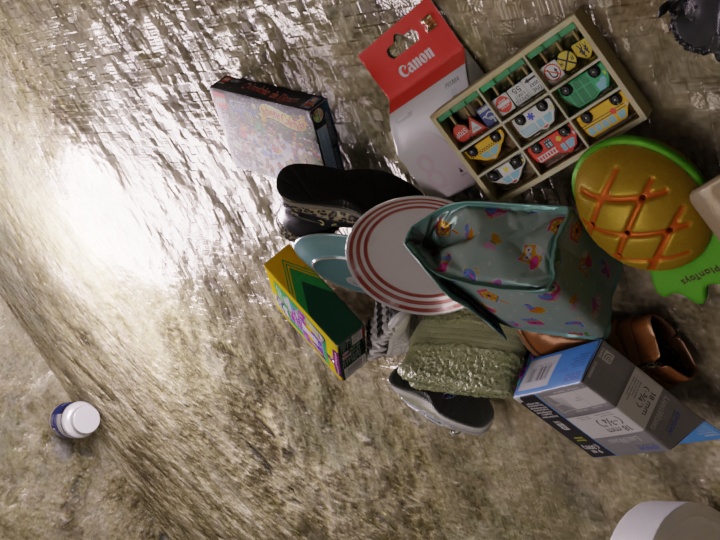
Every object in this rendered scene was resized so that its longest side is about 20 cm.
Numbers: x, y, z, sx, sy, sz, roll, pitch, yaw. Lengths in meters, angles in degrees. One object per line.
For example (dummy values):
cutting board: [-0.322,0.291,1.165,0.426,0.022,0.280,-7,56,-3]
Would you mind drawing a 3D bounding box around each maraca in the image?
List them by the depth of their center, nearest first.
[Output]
maraca: [0.294,-0.049,0.916,0.200,0.107,0.137,47,144,-7]

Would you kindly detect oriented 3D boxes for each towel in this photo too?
towel: [0.141,0.094,1.225,0.036,0.149,0.200,33,161,-37]

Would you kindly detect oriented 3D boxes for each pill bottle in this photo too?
pill bottle: [-0.868,0.456,2.836,0.200,0.111,0.111,-14,115,54]

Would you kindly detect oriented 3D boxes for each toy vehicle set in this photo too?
toy vehicle set: [0.180,-0.161,0.953,0.200,0.027,0.124,-31,101,42]

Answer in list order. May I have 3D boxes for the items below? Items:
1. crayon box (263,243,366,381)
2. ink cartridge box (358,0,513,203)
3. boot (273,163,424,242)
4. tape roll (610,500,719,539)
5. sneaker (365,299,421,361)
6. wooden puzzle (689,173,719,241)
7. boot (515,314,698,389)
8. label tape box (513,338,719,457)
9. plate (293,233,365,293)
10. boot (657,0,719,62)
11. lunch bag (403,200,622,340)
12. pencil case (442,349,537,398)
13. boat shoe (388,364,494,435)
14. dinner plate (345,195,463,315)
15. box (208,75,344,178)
crayon box: [-0.067,0.069,1.447,0.173,0.058,0.200,48,167,17]
ink cartridge box: [0.083,-0.187,1.071,0.200,0.057,0.162,48,149,-11]
boot: [-0.019,-0.078,1.251,0.203,0.074,0.154,11,161,-7]
tape roll: [0.405,0.397,1.183,0.203,0.202,0.071,55,147,-12]
sneaker: [0.057,0.079,1.346,0.081,0.075,0.200,4,161,-6]
wooden puzzle: [0.414,-0.038,0.791,0.200,0.046,0.185,-34,98,37]
boot: [0.283,0.080,1.095,0.200,0.077,0.155,47,150,-6]
label tape box: [0.302,0.172,1.086,0.200,0.063,0.144,37,156,-10]
plate: [0.000,0.000,1.299,0.199,0.026,0.200,13,161,4]
boot: [0.329,-0.228,0.711,0.198,0.073,0.163,34,144,33]
lunch bag: [0.165,0.002,1.039,0.200,0.122,0.170,3,160,37]
pencil case: [0.187,0.132,1.254,0.200,0.092,0.085,-7,88,51]
boat shoe: [0.127,0.203,1.426,0.202,0.074,0.065,18,144,44]
dinner plate: [0.081,-0.021,1.186,0.199,0.024,0.201,4,131,5]
box: [-0.116,-0.192,1.308,0.200,0.038,0.137,20,140,36]
